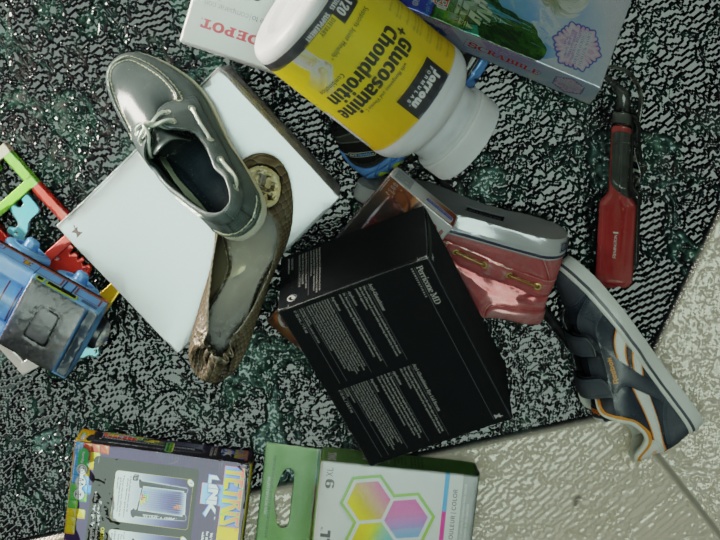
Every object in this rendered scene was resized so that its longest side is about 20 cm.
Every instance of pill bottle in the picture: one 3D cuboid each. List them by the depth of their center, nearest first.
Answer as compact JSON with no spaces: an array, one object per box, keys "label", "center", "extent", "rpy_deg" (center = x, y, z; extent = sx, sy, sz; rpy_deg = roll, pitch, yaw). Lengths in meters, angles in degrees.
[{"label":"pill bottle","center":[0.018,-0.166,1.538],"extent":[0.199,0.112,0.112],"rpy_deg":[36,96,-20]}]

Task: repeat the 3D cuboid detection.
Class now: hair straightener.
[{"label":"hair straightener","center":[0.231,-0.090,1.643],"extent":[0.041,0.077,0.202],"rpy_deg":[1,114,19]}]

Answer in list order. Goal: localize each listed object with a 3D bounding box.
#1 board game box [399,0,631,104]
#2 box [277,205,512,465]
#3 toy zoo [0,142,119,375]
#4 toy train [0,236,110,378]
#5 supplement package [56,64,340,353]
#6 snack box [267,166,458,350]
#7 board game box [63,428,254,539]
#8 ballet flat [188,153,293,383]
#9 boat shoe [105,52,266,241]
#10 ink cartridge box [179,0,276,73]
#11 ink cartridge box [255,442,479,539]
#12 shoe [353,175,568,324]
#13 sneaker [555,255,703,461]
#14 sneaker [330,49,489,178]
[{"label":"board game box","center":[0.145,-0.274,1.598],"extent":[0.198,0.041,0.201],"rpy_deg":[21,74,-3]},{"label":"box","center":[0.033,0.060,1.605],"extent":[0.140,0.079,0.201],"rpy_deg":[-18,126,15]},{"label":"toy zoo","center":[-0.305,0.001,1.678],"extent":[0.131,0.020,0.200],"rpy_deg":[-41,96,5]},{"label":"toy train","center":[-0.312,0.014,1.611],"extent":[0.199,0.114,0.087],"rpy_deg":[30,96,-4]},{"label":"supplement package","center":[-0.139,-0.057,1.626],"extent":[0.200,0.111,0.156],"rpy_deg":[-43,95,5]},{"label":"snack box","center":[0.000,0.000,1.635],"extent":[0.072,0.024,0.200],"rpy_deg":[38,121,-5]},{"label":"board game box","center":[-0.191,0.257,1.692],"extent":[0.164,0.057,0.202],"rpy_deg":[8,97,-3]},{"label":"ballet flat","center":[-0.103,0.000,1.554],"extent":[0.067,0.046,0.202],"rpy_deg":[17,98,-5]},{"label":"boat shoe","center":[-0.152,-0.111,1.523],"extent":[0.073,0.062,0.200],"rpy_deg":[-41,72,9]},{"label":"ink cartridge box","center":[-0.061,-0.273,1.612],"extent":[0.144,0.084,0.202],"rpy_deg":[18,96,-4]},{"label":"ink cartridge box","center":[0.005,0.222,1.685],"extent":[0.198,0.059,0.105],"rpy_deg":[6,97,-1]},{"label":"shoe","center":[0.082,-0.017,1.650],"extent":[0.198,0.072,0.092],"rpy_deg":[17,112,9]},{"label":"sneaker","center":[0.224,0.084,1.660],"extent":[0.079,0.078,0.201],"rpy_deg":[-37,97,-1]},{"label":"sneaker","center":[0.051,-0.173,1.631],"extent":[0.083,0.071,0.200],"rpy_deg":[42,98,-11]}]
